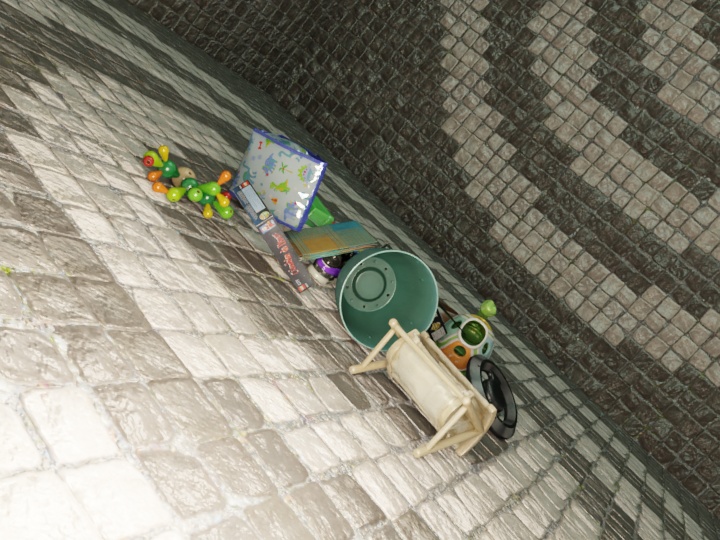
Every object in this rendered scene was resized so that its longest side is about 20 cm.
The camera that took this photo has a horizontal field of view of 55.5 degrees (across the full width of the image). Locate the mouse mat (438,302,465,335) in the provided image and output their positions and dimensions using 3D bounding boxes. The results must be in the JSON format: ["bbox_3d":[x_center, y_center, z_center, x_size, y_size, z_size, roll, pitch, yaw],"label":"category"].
[{"bbox_3d":[0.165,0.059,1.581,0.200,0.008,0.161,46,3,-42],"label":"mouse mat"}]

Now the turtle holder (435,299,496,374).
[{"bbox_3d":[0.275,0.168,1.679,0.141,0.185,0.132,62,-19,20],"label":"turtle holder"}]

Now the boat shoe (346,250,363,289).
[{"bbox_3d":[0.001,0.000,1.573,0.070,0.072,0.201,0,20,10],"label":"boat shoe"}]

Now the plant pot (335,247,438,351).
[{"bbox_3d":[0.038,0.044,1.394,0.200,0.201,0.161,37,1,-18],"label":"plant pot"}]

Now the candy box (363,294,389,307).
[{"bbox_3d":[0.076,0.096,1.656,0.200,0.056,0.117,39,11,-17],"label":"candy box"}]

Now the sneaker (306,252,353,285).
[{"bbox_3d":[-0.048,-0.024,1.575,0.070,0.100,0.200,44,12,4],"label":"sneaker"}]

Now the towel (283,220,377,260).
[{"bbox_3d":[-0.079,-0.065,1.506,0.199,0.022,0.147,-11,28,-15],"label":"towel"}]

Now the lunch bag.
[{"bbox_3d":[-0.175,-0.205,1.551,0.200,0.170,0.127,33,18,32],"label":"lunch bag"}]

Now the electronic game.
[{"bbox_3d":[0.300,0.287,1.562,0.200,0.042,0.200,40,34,-35],"label":"electronic game"}]

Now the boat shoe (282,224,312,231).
[{"bbox_3d":[-0.110,-0.072,1.653,0.200,0.071,0.070,19,26,-46],"label":"boat shoe"}]

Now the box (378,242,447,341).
[{"bbox_3d":[0.113,0.052,1.559,0.200,0.046,0.159,53,-6,37],"label":"box"}]

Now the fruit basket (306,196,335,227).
[{"bbox_3d":[-0.110,-0.114,1.818,0.185,0.094,0.200,53,1,44],"label":"fruit basket"}]

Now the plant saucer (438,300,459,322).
[{"bbox_3d":[0.214,0.105,2.018,0.200,0.035,0.200,27,6,-3],"label":"plant saucer"}]

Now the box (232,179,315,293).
[{"bbox_3d":[-0.165,-0.063,1.316,0.137,0.038,0.200,51,-8,44],"label":"box"}]

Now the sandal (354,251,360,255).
[{"bbox_3d":[0.026,0.029,1.737,0.200,0.079,0.087,46,47,-11],"label":"sandal"}]

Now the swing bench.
[{"bbox_3d":[0.119,0.207,1.187,0.199,0.130,0.200,47,12,30],"label":"swing bench"}]

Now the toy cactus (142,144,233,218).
[{"bbox_3d":[-0.327,-0.174,1.294,0.200,0.102,0.165,24,9,-31],"label":"toy cactus"}]
